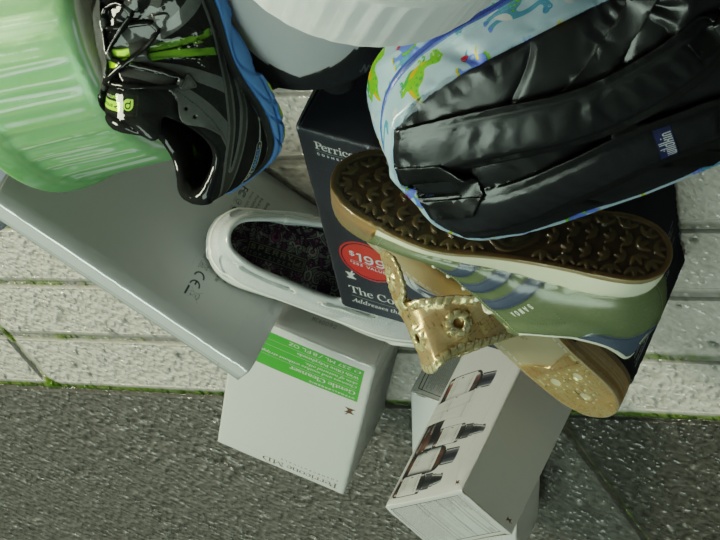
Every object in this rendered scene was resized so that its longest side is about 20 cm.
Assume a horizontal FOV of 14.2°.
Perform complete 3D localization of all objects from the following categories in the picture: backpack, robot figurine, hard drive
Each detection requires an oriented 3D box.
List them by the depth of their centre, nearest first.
[{"bbox_3d":[0.103,-0.099,1.554,0.163,0.199,0.154,55,-179,-44],"label":"backpack"},{"bbox_3d":[-0.032,-0.178,1.590,0.125,0.150,0.200,50,160,24],"label":"robot figurine"},{"bbox_3d":[-0.130,-0.037,1.889,0.199,0.132,0.026,34,151,-11],"label":"hard drive"}]

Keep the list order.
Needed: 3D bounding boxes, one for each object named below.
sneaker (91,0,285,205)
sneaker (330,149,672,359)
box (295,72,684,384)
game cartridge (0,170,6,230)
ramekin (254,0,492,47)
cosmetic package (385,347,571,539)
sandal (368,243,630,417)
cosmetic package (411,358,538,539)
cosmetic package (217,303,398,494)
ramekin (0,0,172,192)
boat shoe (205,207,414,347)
[{"bbox_3d":[-0.111,-0.117,1.562,0.071,0.083,0.200,12,142,48],"label":"sneaker"},{"bbox_3d":[0.077,0.000,1.627,0.199,0.067,0.090,15,141,16],"label":"sneaker"},{"bbox_3d":[0.081,-0.045,1.730,0.199,0.104,0.183,15,147,21],"label":"box"},{"bbox_3d":[-0.321,-0.109,2.038,0.199,0.041,0.133,30,147,-4],"label":"game cartridge"},{"bbox_3d":[0.010,-0.209,1.442,0.200,0.201,0.098,29,158,-2],"label":"ramekin"},{"bbox_3d":[0.094,0.075,1.810,0.051,0.201,0.082,42,148,-23],"label":"cosmetic package"},{"bbox_3d":[0.065,0.037,1.693,0.211,0.070,0.078,37,150,-16],"label":"sandal"},{"bbox_3d":[0.084,0.131,2.045,0.082,0.051,0.200,22,151,15],"label":"cosmetic package"},{"bbox_3d":[-0.032,0.063,2.017,0.107,0.085,0.200,21,149,6],"label":"cosmetic package"},{"bbox_3d":[-0.148,-0.150,1.669,0.097,0.201,0.200,-6,137,34],"label":"ramekin"},{"bbox_3d":[0.000,0.000,1.864,0.199,0.072,0.069,21,174,-9],"label":"boat shoe"}]
